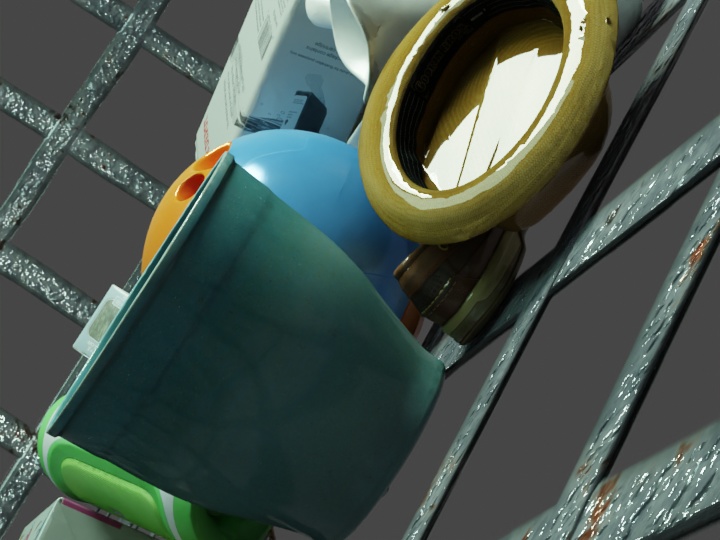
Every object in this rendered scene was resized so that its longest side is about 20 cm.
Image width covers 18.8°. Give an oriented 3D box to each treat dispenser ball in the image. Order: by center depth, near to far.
[{"bbox_3d":[-0.052,0.004,1.497,0.201,0.200,0.201,-56,6,9],"label":"treat dispenser ball"}]

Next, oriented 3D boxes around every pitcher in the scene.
[{"bbox_3d":[0.071,-0.182,1.444,0.172,0.199,0.122,-131,29,-63],"label":"pitcher"}]

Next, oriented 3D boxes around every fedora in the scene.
[{"bbox_3d":[0.090,-0.092,1.294,0.200,0.082,0.202,-26,46,30],"label":"fedora"}]

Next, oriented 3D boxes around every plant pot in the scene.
[{"bbox_3d":[-0.058,0.063,1.313,0.201,0.187,0.200,-56,5,8],"label":"plant pot"}]

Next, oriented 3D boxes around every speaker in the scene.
[{"bbox_3d":[-0.142,0.137,1.495,0.199,0.088,0.089,14,67,51],"label":"speaker"}]

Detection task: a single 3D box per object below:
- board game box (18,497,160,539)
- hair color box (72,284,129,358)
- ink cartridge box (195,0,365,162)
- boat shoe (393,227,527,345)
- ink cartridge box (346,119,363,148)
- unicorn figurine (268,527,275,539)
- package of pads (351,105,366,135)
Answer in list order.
[{"bbox_3d":[-0.182,0.233,1.597,0.065,0.147,0.200,-68,10,-19],"label":"board game box"},{"bbox_3d":[-0.128,0.086,1.710,0.061,0.099,0.200,-57,-30,-1],"label":"hair color box"},{"bbox_3d":[-0.050,-0.141,1.618,0.145,0.083,0.201,-100,33,-61],"label":"ink cartridge box"},{"bbox_3d":[0.071,-0.037,1.362,0.072,0.067,0.200,-52,8,37],"label":"boat shoe"},{"bbox_3d":[0.088,-0.144,1.551,0.201,0.116,0.068,-55,6,15],"label":"ink cartridge box"},{"bbox_3d":[-0.066,0.118,1.605,0.200,0.074,0.137,-55,14,-29],"label":"unicorn figurine"},{"bbox_3d":[0.055,-0.162,1.769,0.153,0.069,0.200,-14,11,4],"label":"package of pads"}]
